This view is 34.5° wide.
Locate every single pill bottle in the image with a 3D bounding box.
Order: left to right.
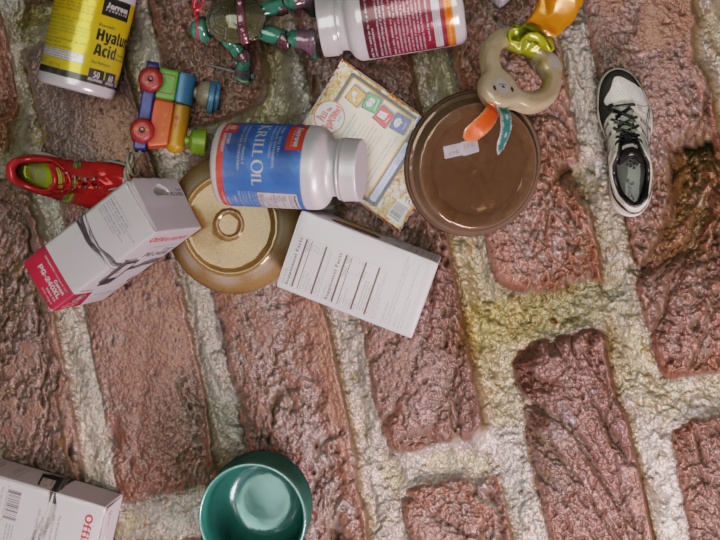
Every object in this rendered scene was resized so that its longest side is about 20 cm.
[{"bbox_3d":[-0.374,-0.349,1.612,0.109,0.111,0.204,14,95,5],"label":"pill bottle"},{"bbox_3d":[-0.094,-0.140,1.554,0.196,0.112,0.115,3,94,12],"label":"pill bottle"},{"bbox_3d":[0.041,-0.348,1.569,0.196,0.113,0.115,-8,93,6],"label":"pill bottle"}]

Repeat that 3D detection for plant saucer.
[{"bbox_3d":[-0.184,-0.066,1.649,0.196,0.035,0.204,0,94,6],"label":"plant saucer"},{"bbox_3d":[0.157,-0.143,1.581,0.196,0.029,0.204,-3,104,-11],"label":"plant saucer"}]

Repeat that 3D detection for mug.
[{"bbox_3d":[-0.157,0.335,1.633,0.181,0.114,0.155,-5,94,7],"label":"mug"}]

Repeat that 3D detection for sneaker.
[{"bbox_3d":[-0.409,-0.123,1.643,0.196,0.085,0.079,7,95,5],"label":"sneaker"},{"bbox_3d":[0.364,-0.175,1.561,0.074,0.088,0.204,-9,91,8],"label":"sneaker"}]

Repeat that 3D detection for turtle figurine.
[{"bbox_3d":[-0.161,-0.335,1.603,0.196,0.101,0.153,-5,93,0],"label":"turtle figurine"}]

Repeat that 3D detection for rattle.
[{"bbox_3d":[0.219,-0.259,1.509,0.142,0.200,0.131,-18,115,48],"label":"rattle"}]

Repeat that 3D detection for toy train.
[{"bbox_3d":[-0.266,-0.182,1.625,0.114,0.085,0.204,9,88,-8],"label":"toy train"}]

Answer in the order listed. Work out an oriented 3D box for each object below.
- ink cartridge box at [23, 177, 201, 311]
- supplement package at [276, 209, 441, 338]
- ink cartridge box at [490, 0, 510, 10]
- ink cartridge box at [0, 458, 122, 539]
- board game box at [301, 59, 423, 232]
[{"bbox_3d":[-0.337,-0.038,1.593,0.199,0.145,0.084,-34,84,18],"label":"ink cartridge box"},{"bbox_3d":[0.000,0.000,1.595,0.197,0.114,0.111,21,97,3],"label":"supplement package"},{"bbox_3d":[0.175,-0.479,1.562,0.145,0.083,0.200,-42,89,6],"label":"ink cartridge box"},{"bbox_3d":[-0.461,0.376,1.681,0.197,0.084,0.147,15,96,5],"label":"ink cartridge box"},{"bbox_3d":[0.017,-0.173,1.616,0.199,0.046,0.153,35,97,3],"label":"board game box"}]
